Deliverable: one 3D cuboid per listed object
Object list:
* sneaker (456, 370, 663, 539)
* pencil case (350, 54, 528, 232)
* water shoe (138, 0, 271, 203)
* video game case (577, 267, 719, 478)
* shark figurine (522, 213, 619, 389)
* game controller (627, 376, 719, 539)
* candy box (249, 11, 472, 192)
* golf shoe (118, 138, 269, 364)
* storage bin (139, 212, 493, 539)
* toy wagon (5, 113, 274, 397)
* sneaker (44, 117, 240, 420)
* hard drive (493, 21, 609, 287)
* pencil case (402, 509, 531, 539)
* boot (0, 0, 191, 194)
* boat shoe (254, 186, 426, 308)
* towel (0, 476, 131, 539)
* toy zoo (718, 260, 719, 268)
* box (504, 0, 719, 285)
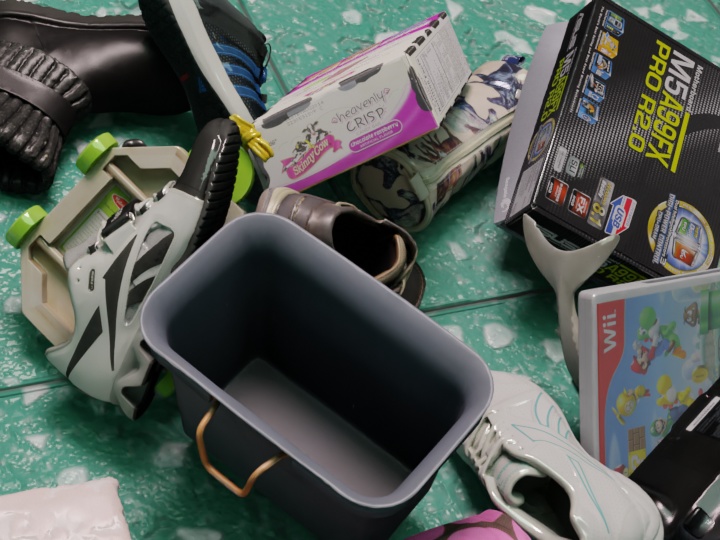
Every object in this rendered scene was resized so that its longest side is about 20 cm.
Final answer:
[{"bbox_3d":[0.106,0.121,0.890,0.080,0.071,0.200,14,17,-44],"label":"sneaker"},{"bbox_3d":[0.077,-0.104,1.119,0.200,0.089,0.078,-38,102,-40],"label":"pencil case"},{"bbox_3d":[-0.095,-0.151,1.063,0.079,0.071,0.201,-33,106,-29],"label":"water shoe"},{"bbox_3d":[0.232,0.073,0.955,0.198,0.145,0.017,-8,11,-31],"label":"video game case"},{"bbox_3d":[0.172,0.065,0.981,0.214,0.089,0.129,38,80,-27],"label":"shark figurine"},{"bbox_3d":[0.254,0.110,0.900,0.200,0.042,0.104,-41,22,-21],"label":"game controller"},{"bbox_3d":[0.004,-0.129,1.045,0.135,0.061,0.200,-23,12,19],"label":"candy box"},{"bbox_3d":[-0.119,-0.013,0.977,0.200,0.095,0.078,39,48,19],"label":"golf shoe"},{"bbox_3d":[-0.036,0.091,0.845,0.199,0.135,0.146,34,58,19],"label":"storage bin"},{"bbox_3d":[-0.135,-0.020,0.930,0.155,0.040,0.200,44,91,0],"label":"toy wagon"},{"bbox_3d":[-0.142,-0.013,0.873,0.088,0.201,0.074,25,5,5],"label":"sneaker"},{"bbox_3d":[0.186,-0.099,1.113,0.134,0.042,0.201,28,61,-19],"label":"hard drive"},{"bbox_3d":[0.015,0.213,0.807,0.198,0.095,0.091,-15,8,-26],"label":"pencil case"},{"bbox_3d":[-0.218,-0.127,1.069,0.209,0.080,0.159,7,43,-1],"label":"boot"},{"bbox_3d":[0.000,0.000,0.950,0.073,0.200,0.075,9,83,32],"label":"boat shoe"},{"bbox_3d":[-0.216,0.215,0.778,0.198,0.032,0.192,-8,51,-21],"label":"towel"},{"bbox_3d":[0.250,-0.045,1.087,0.130,0.020,0.202,2,72,-24],"label":"toy zoo"},{"bbox_3d":[0.210,-0.087,1.044,0.159,0.044,0.201,28,64,-14],"label":"box"}]
